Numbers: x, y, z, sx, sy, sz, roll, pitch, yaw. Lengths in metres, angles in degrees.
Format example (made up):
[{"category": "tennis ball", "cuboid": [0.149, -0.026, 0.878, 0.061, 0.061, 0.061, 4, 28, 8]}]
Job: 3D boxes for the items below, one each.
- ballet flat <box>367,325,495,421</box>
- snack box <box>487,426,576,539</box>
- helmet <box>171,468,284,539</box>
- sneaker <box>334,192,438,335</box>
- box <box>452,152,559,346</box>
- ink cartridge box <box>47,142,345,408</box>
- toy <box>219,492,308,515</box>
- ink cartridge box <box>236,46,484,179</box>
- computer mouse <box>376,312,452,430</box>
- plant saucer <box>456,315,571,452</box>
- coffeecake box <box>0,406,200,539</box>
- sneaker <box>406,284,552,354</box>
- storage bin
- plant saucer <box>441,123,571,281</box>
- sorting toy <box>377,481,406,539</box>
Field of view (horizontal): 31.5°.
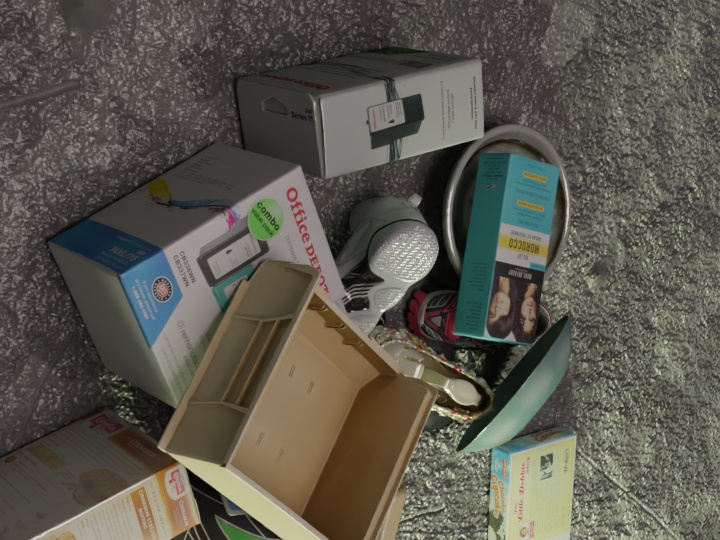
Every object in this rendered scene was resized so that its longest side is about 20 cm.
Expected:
[{"category": "ballet flat", "cuboid": [0.066, 0.109, 1.371, 0.200, 0.064, 0.076, 22, 85, -27]}, {"category": "snack box", "cuboid": [0.214, 0.306, 1.607, 0.116, 0.037, 0.200, -9, 107, -36]}, {"category": "helmet", "cuboid": [-0.107, 0.276, 1.251, 0.190, 0.200, 0.200, -10, 108, -36]}, {"category": "sneaker", "cuboid": [0.000, 0.000, 1.334, 0.075, 0.115, 0.200, 39, 114, -22]}, {"category": "box", "cuboid": [0.159, -0.022, 1.388, 0.082, 0.049, 0.200, 11, 86, -39]}, {"category": "ink cartridge box", "cuboid": [-0.148, -0.002, 1.175, 0.200, 0.146, 0.147, -35, 121, -27]}, {"category": "toy", "cuboid": [-0.101, 0.133, 1.223, 0.115, 0.200, 0.047, 0, 137, -34]}, {"category": "ink cartridge box", "cuboid": [0.000, -0.159, 1.249, 0.200, 0.147, 0.083, -17, 113, -32]}, {"category": "computer mouse", "cuboid": [0.053, 0.128, 1.425, 0.200, 0.053, 0.139, 27, 84, -39]}, {"category": "plant saucer", "cuboid": [0.186, 0.139, 1.451, 0.039, 0.201, 0.201, 38, 74, 3]}, {"category": "coffeecake box", "cuboid": [-0.270, 0.214, 1.133, 0.200, 0.153, 0.073, -26, 117, -30]}, {"category": "sneaker", "cuboid": [0.148, 0.062, 1.467, 0.200, 0.075, 0.081, 0, 102, -38]}, {"category": "storage bin", "cuboid": [-0.045, 0.124, 1.118, 0.200, 0.094, 0.199, 46, 60, -39]}, {"category": "plant saucer", "cuboid": [0.156, -0.066, 1.448, 0.200, 0.050, 0.200, -5, 98, -38]}, {"category": "sorting toy", "cuboid": [0.008, 0.301, 1.377, 0.036, 0.200, 0.185, 14, 94, -1]}]
